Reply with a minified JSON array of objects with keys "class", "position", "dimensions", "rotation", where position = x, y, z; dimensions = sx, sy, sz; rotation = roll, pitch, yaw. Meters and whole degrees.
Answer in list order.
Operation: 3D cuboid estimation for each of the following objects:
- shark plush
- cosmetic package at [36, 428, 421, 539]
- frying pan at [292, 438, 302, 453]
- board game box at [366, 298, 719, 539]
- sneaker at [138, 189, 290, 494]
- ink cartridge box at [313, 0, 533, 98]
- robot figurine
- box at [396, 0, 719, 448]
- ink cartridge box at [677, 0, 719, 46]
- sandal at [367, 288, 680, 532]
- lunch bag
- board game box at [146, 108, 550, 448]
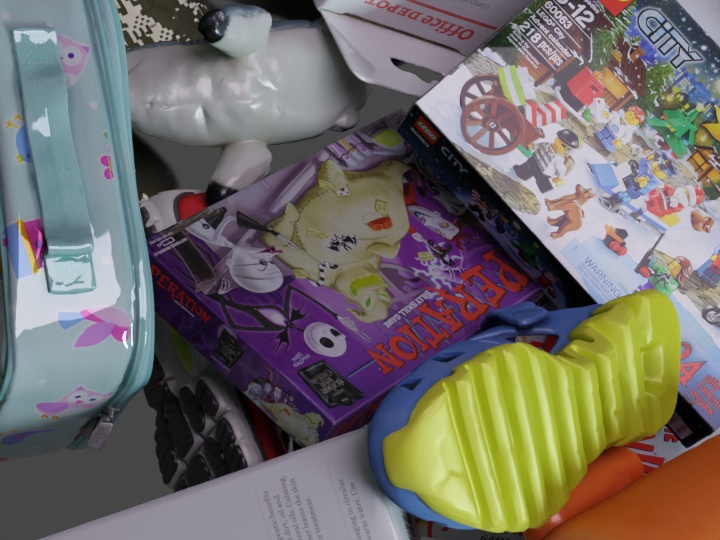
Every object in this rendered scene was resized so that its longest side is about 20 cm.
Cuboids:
[{"class":"shark plush","position":[-0.040,-0.104,1.171],"dimensions":[0.200,0.083,0.091],"rotation":[-30,119,-37]},{"class":"cosmetic package","position":[-0.070,0.147,1.001],"dimensions":[0.199,0.085,0.108],"rotation":[-18,78,5]},{"class":"frying pan","position":[0.008,0.161,1.078],"dimensions":[0.115,0.031,0.191],"rotation":[11,85,-44]},{"class":"board game box","position":[0.098,0.067,1.155],"dimensions":[0.199,0.046,0.152],"rotation":[12,42,-21]},{"class":"sneaker","position":[-0.047,0.054,1.109],"dimensions":[0.084,0.077,0.201],"rotation":[-9,74,-33]},{"class":"ink cartridge box","position":[0.020,-0.175,1.185],"dimensions":[0.116,0.067,0.201],"rotation":[11,48,-44]},{"class":"robot figurine","position":[0.146,0.137,1.022],"dimensions":[0.199,0.143,0.117],"rotation":[-24,103,-39]},{"class":"box","position":[0.133,-0.039,1.138],"dimensions":[0.136,0.038,0.200],"rotation":[-42,86,-20]},{"class":"ink cartridge box","position":[0.178,-0.153,1.287],"dimensions":[0.145,0.084,0.201],"rotation":[31,60,-11]},{"class":"sandal","position":[0.057,0.057,1.025],"dimensions":[0.200,0.087,0.080],"rotation":[-15,105,-56]},{"class":"lunch bag","position":[-0.140,-0.022,1.044],"dimensions":[0.077,0.160,0.201],"rotation":[-3,70,-25]},{"class":"board game box","position":[0.000,0.000,1.109],"dimensions":[0.120,0.032,0.200],"rotation":[44,40,13]}]
